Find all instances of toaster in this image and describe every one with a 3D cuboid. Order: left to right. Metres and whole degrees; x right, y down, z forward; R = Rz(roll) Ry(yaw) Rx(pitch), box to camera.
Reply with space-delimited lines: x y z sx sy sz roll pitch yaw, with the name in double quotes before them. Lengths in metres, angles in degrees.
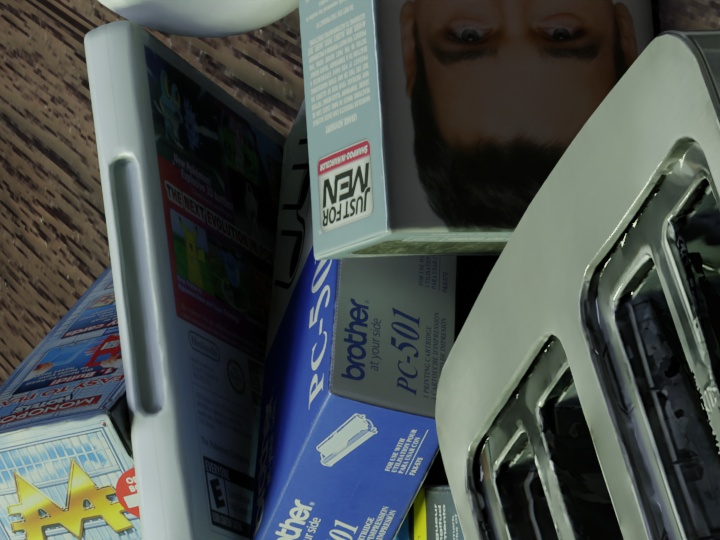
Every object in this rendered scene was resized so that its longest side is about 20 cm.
"toaster" 0.114 0.045 0.698 0.181 0.118 0.201 122 141 -50

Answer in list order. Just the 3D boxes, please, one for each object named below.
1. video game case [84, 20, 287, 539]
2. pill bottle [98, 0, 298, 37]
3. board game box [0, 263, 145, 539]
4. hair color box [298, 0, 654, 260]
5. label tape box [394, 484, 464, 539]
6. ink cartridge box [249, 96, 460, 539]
"video game case" -0.040 0.027 1.023 0.200 0.023 0.183 34 -135 -66
"pill bottle" -0.047 -0.173 1.022 0.200 0.108 0.109 -84 7 -57
"board game box" -0.070 0.092 1.019 0.200 0.061 0.201 -16 -87 -73
"hair color box" 0.034 -0.106 0.904 0.061 0.099 0.201 164 104 -64
"label tape box" 0.058 0.137 0.891 0.200 0.063 0.145 166 102 -77
"ink cartridge box" 0.000 0.000 0.979 0.201 0.044 0.094 -87 16 -44
